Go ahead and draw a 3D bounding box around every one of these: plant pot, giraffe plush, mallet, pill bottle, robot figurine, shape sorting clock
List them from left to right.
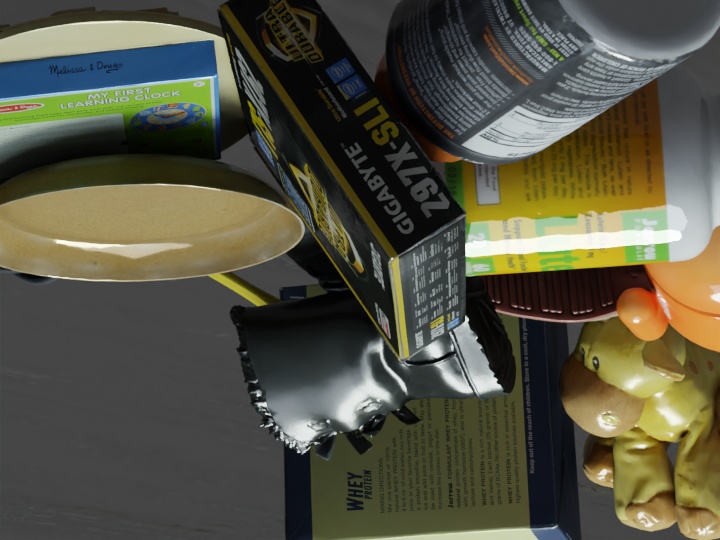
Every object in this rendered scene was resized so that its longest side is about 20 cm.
[{"bbox_3d":[-0.147,-0.094,1.200,0.200,0.039,0.200,-7,162,-2],"label":"shape sorting clock"},{"bbox_3d":[-0.133,-0.032,1.275,0.200,0.028,0.200,-3,166,-1],"label":"plant pot"},{"bbox_3d":[-0.059,0.020,1.443,0.200,0.041,0.066,29,162,7],"label":"mallet"},{"bbox_3d":[0.079,-0.115,1.038,0.106,0.106,0.200,7,162,-25],"label":"pill bottle"},{"bbox_3d":[0.138,-0.058,1.221,0.200,0.111,0.111,-4,163,8],"label":"pill bottle"},{"bbox_3d":[0.215,0.082,1.601,0.172,0.200,0.162,8,164,41],"label":"giraffe plush"},{"bbox_3d":[0.234,-0.017,1.363,0.144,0.117,0.200,-2,164,12],"label":"robot figurine"}]

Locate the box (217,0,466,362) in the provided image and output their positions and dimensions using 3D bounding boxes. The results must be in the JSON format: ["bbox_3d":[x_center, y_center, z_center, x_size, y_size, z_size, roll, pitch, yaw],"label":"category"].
[{"bbox_3d":[-0.006,-0.050,1.138,0.049,0.160,0.200,-31,165,-7],"label":"box"}]

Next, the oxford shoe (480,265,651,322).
[{"bbox_3d":[0.164,0.007,1.515,0.200,0.071,0.075,0,169,-2],"label":"oxford shoe"}]

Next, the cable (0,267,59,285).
[{"bbox_3d":[-0.212,-0.037,1.364,0.200,0.051,0.163,-11,161,31],"label":"cable"}]

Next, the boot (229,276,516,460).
[{"bbox_3d":[-0.005,0.023,1.376,0.162,0.073,0.198,-14,119,20],"label":"boot"}]

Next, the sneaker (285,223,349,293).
[{"bbox_3d":[0.000,0.000,1.452,0.074,0.081,0.200,-13,160,33],"label":"sneaker"}]

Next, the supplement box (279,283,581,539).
[{"bbox_3d":[0.053,0.114,1.628,0.199,0.200,0.134,-6,162,12],"label":"supplement box"}]
